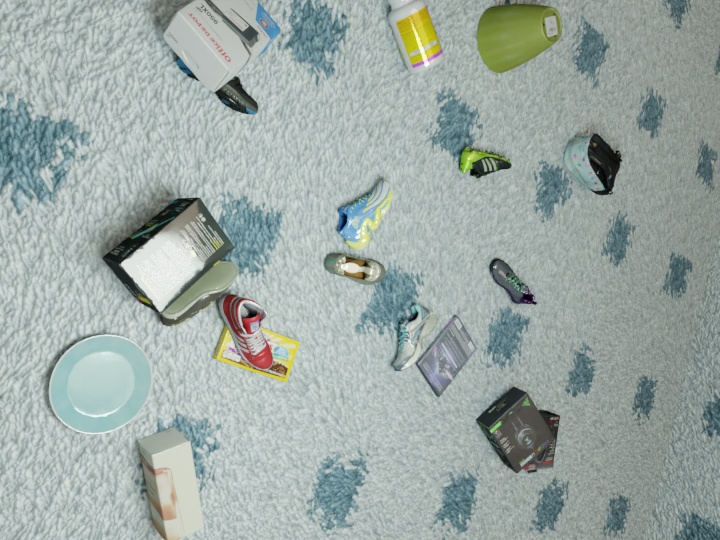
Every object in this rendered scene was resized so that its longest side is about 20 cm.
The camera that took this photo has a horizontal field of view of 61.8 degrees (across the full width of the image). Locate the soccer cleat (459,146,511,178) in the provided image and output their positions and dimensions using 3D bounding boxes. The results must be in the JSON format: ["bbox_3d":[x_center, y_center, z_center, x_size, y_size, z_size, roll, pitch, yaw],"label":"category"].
[{"bbox_3d":[0.368,-0.313,1.784,0.197,0.067,0.083,2,112,-35],"label":"soccer cleat"}]

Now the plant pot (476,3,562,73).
[{"bbox_3d":[0.468,-0.680,1.720,0.184,0.198,0.192,-5,99,-35],"label":"plant pot"}]

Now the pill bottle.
[{"bbox_3d":[0.135,-0.620,1.542,0.104,0.103,0.202,-38,116,-26],"label":"pill bottle"}]

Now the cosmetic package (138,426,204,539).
[{"bbox_3d":[-0.404,0.455,1.282,0.086,0.103,0.205,-13,102,-35],"label":"cosmetic package"}]

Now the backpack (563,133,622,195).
[{"bbox_3d":[0.786,-0.366,2.038,0.199,0.125,0.170,35,64,-33],"label":"backpack"}]

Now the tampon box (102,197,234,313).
[{"bbox_3d":[-0.384,-0.035,1.206,0.200,0.149,0.127,-45,118,-23],"label":"tampon box"}]

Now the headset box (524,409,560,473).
[{"bbox_3d":[0.594,0.584,2.043,0.146,0.074,0.205,8,91,-36],"label":"headset box"}]

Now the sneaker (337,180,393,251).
[{"bbox_3d":[0.008,-0.156,1.525,0.104,0.075,0.203,32,78,-34],"label":"sneaker"}]

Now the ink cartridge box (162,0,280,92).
[{"bbox_3d":[-0.277,-0.481,1.219,0.145,0.084,0.201,46,50,-16],"label":"ink cartridge box"}]

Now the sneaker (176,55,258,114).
[{"bbox_3d":[-0.288,-0.412,1.278,0.199,0.073,0.083,37,73,-34],"label":"sneaker"}]

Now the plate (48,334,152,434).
[{"bbox_3d":[-0.522,0.228,1.215,0.197,0.025,0.205,-5,98,-35],"label":"plate"}]

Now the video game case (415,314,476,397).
[{"bbox_3d":[0.258,0.255,1.793,0.200,0.019,0.144,-46,119,-22],"label":"video game case"}]

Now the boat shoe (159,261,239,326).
[{"bbox_3d":[-0.349,0.049,1.300,0.072,0.061,0.200,43,52,15],"label":"boat shoe"}]

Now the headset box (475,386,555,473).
[{"bbox_3d":[0.487,0.495,1.900,0.173,0.093,0.202,-36,102,-11],"label":"headset box"}]

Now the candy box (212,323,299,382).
[{"bbox_3d":[-0.241,0.186,1.415,0.198,0.026,0.104,26,77,-36],"label":"candy box"}]

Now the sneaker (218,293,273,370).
[{"bbox_3d":[-0.235,0.143,1.329,0.071,0.111,0.202,-40,114,-29],"label":"sneaker"}]

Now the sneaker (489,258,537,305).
[{"bbox_3d":[0.486,0.035,1.889,0.200,0.087,0.075,44,71,-31],"label":"sneaker"}]

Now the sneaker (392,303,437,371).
[{"bbox_3d":[0.131,0.183,1.669,0.086,0.077,0.202,40,65,-20],"label":"sneaker"}]

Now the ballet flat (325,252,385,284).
[{"bbox_3d":[0.000,0.000,1.545,0.197,0.063,0.069,12,89,-37],"label":"ballet flat"}]
